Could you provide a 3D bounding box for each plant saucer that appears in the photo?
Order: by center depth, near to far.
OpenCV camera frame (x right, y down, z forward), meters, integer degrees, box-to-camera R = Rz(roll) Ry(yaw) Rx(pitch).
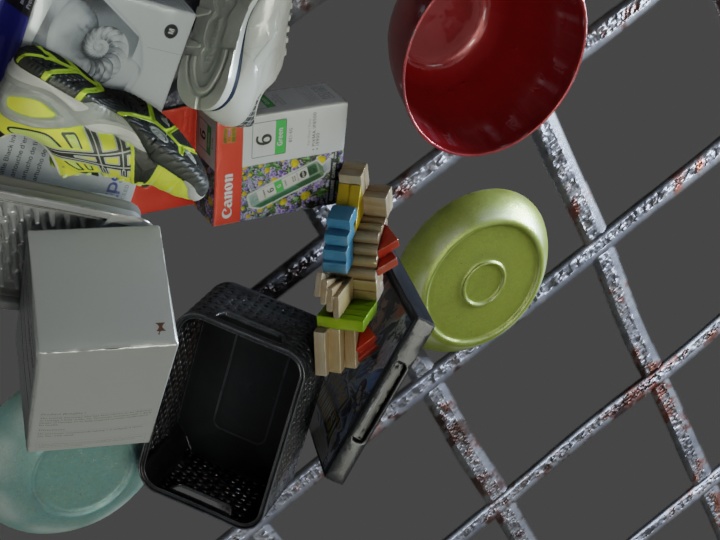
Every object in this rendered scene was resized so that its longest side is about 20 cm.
[{"bbox_3d":[-0.277,0.186,1.493,0.200,0.039,0.202,-16,126,-23],"label":"plant saucer"},{"bbox_3d":[0.126,0.008,1.645,0.199,0.031,0.201,-16,126,-23],"label":"plant saucer"}]

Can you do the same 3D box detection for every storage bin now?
[{"bbox_3d":[-0.120,0.130,1.477,0.094,0.134,0.201,-46,156,-65],"label":"storage bin"}]

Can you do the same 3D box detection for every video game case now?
[{"bbox_3d":[0.000,0.086,1.504,0.025,0.200,0.181,25,105,-19],"label":"video game case"}]

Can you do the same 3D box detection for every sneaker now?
[{"bbox_3d":[-0.215,-0.109,1.264,0.199,0.076,0.077,31,108,-28],"label":"sneaker"},{"bbox_3d":[-0.092,-0.224,1.322,0.080,0.076,0.201,21,93,-53],"label":"sneaker"}]

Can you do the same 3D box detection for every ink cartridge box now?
[{"bbox_3d":[-0.259,-0.154,1.277,0.199,0.041,0.201,9,114,-33],"label":"ink cartridge box"},{"bbox_3d":[-0.112,-0.102,1.406,0.199,0.050,0.110,-12,125,-27],"label":"ink cartridge box"}]

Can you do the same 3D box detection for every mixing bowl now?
[{"bbox_3d":[0.101,-0.219,1.429,0.199,0.108,0.201,-16,125,-23],"label":"mixing bowl"}]

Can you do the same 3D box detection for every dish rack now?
[{"bbox_3d":[-0.294,-0.027,1.306,0.199,0.044,0.172,10,144,-37],"label":"dish rack"}]

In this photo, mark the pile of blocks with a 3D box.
[{"bbox_3d":[0.000,0.000,1.419,0.082,0.062,0.202,3,93,-74],"label":"pile of blocks"}]

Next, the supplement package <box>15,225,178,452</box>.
[{"bbox_3d":[-0.233,0.062,1.323,0.116,0.118,0.200,-2,151,-17],"label":"supplement package"}]
